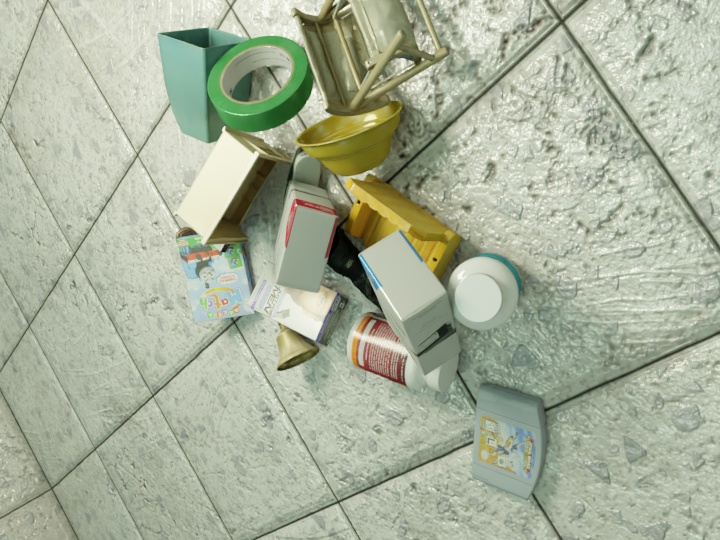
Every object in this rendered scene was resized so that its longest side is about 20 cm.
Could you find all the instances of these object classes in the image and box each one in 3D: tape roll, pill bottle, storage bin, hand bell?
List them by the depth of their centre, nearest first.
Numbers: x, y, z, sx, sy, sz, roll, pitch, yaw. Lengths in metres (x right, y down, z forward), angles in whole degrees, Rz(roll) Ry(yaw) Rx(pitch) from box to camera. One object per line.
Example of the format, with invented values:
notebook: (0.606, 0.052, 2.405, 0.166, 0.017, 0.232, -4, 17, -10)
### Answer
pill bottle: (0.198, 0.032, 0.949, 0.108, 0.200, 0.113, 1, 94, 17)
tape roll: (-0.189, -0.356, 1.132, 0.198, 0.202, 0.048, 28, 160, 25)
pill bottle: (0.081, 0.158, 1.140, 0.197, 0.112, 0.115, 16, 114, 32)
storage bin: (-0.242, -0.162, 1.190, 0.093, 0.198, 0.202, 37, 103, 12)
hand bell: (-0.177, 0.110, 1.345, 0.104, 0.103, 0.203, -38, 69, 37)

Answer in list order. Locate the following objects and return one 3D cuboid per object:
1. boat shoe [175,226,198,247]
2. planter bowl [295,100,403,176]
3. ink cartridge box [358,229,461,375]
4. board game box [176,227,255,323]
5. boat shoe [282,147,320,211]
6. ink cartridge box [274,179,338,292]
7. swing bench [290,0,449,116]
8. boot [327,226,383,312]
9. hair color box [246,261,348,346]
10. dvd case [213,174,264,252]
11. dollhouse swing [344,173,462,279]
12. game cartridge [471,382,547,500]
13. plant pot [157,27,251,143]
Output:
boat shoe: (-0.383, -0.014, 1.463, 0.206, 0.074, 0.075, 67, 166, -11)
planter bowl: (-0.010, -0.222, 1.050, 0.197, 0.201, 0.085, 0, 121, 35)
ink cartridge box: (0.084, 0.057, 0.968, 0.146, 0.083, 0.201, 57, 175, 35)
board game box: (-0.335, 0.012, 1.401, 0.148, 0.037, 0.204, -9, 102, 4)
boat shoe: (-0.123, -0.153, 1.227, 0.064, 0.069, 0.203, -120, 40, -53)
ink cartridge box: (-0.106, -0.069, 1.108, 0.082, 0.200, 0.148, 12, 108, -13)
swing bench: (0.009, -0.393, 0.989, 0.199, 0.128, 0.203, -30, 73, 40)
boot: (0.000, -0.001, 1.154, 0.162, 0.198, 0.074, 39, 95, -14)
hair color box: (-0.136, 0.069, 1.272, 0.197, 0.065, 0.111, 22, 82, 27)
dvd case: (-0.308, -0.167, 1.336, 0.150, 0.025, 0.202, 38, 104, 19)
dollhouse swing: (0.047, -0.056, 1.059, 0.199, 0.175, 0.184, 37, 123, 19)
game cartridge: (0.274, 0.317, 1.100, 0.131, 0.041, 0.204, 14, 112, 37)
plant pot: (-0.320, -0.383, 1.249, 0.140, 0.141, 0.203, 25, 125, 27)
